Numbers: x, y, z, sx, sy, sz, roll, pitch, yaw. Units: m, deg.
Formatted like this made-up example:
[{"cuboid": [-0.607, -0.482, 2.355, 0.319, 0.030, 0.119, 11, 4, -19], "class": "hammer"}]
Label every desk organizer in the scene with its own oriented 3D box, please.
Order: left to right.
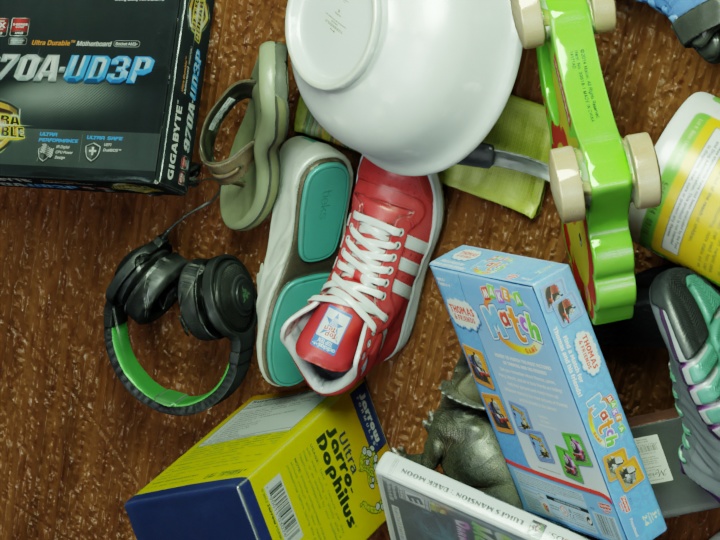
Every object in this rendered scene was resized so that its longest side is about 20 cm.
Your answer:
[{"cuboid": [0.259, 0.116, 1.712, 0.199, 0.077, 0.072, -16, 102, 33], "class": "desk organizer"}]

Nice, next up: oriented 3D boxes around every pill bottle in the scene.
[{"cuboid": [0.285, -0.026, 1.615, 0.199, 0.111, 0.112, 29, 122, 16], "class": "pill bottle"}]

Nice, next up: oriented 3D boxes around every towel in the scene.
[{"cuboid": [0.046, -0.107, 1.771, 0.199, 0.018, 0.087, 21, 120, 19], "class": "towel"}]

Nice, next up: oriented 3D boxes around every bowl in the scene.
[{"cuboid": [0.012, -0.166, 1.668, 0.200, 0.090, 0.203, -2, 87, 48], "class": "bowl"}]

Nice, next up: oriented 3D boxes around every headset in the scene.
[{"cuboid": [-0.143, 0.016, 1.882, 0.123, 0.094, 0.202, 14, 107, 23], "class": "headset"}]

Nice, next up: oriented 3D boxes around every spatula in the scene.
[{"cuboid": [0.107, -0.075, 1.721, 0.198, 0.021, 0.057, 12, 111, 11], "class": "spatula"}]

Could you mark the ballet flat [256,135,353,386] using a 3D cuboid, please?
[{"cuboid": [-0.047, -0.011, 1.841, 0.069, 0.069, 0.201, 21, 120, 20], "class": "ballet flat"}]

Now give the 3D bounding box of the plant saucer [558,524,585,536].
[{"cuboid": [0.133, 0.151, 1.834, 0.069, 0.019, 0.202, 8, 114, 26], "class": "plant saucer"}]

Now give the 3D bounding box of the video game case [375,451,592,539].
[{"cuboid": [0.102, 0.218, 1.810, 0.181, 0.023, 0.200, 22, 154, 18], "class": "video game case"}]

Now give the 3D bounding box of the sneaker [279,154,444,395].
[{"cuboid": [0.000, 0.000, 1.774, 0.071, 0.112, 0.201, 22, 126, 23], "class": "sneaker"}]

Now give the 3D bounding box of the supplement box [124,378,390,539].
[{"cuboid": [-0.067, 0.174, 1.843, 0.108, 0.200, 0.110, -12, 105, 33], "class": "supplement box"}]

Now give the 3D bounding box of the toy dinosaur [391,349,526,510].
[{"cuboid": [0.088, 0.148, 1.802, 0.102, 0.077, 0.201, -15, 97, 51], "class": "toy dinosaur"}]

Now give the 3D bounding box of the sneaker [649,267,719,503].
[{"cuboid": [0.228, 0.097, 1.631, 0.087, 0.074, 0.201, -24, 99, 40], "class": "sneaker"}]

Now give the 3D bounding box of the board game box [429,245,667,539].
[{"cuboid": [0.127, 0.085, 1.688, 0.151, 0.036, 0.201, 13, 129, 64], "class": "board game box"}]

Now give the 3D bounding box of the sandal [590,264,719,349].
[{"cuboid": [0.215, 0.021, 1.708, 0.199, 0.048, 0.075, 6, 148, 37], "class": "sandal"}]

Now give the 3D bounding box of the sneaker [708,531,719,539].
[{"cuboid": [0.303, 0.200, 1.723, 0.078, 0.080, 0.200, 49, 124, 2], "class": "sneaker"}]

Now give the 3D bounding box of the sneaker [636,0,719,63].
[{"cuboid": [0.196, -0.183, 1.618, 0.199, 0.077, 0.112, -14, 94, 26], "class": "sneaker"}]

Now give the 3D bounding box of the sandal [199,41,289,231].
[{"cuboid": [-0.087, -0.101, 1.779, 0.057, 0.080, 0.201, -3, 150, -11], "class": "sandal"}]

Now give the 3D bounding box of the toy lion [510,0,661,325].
[{"cuboid": [0.146, -0.074, 1.604, 0.068, 0.192, 0.202, -11, 68, -1], "class": "toy lion"}]

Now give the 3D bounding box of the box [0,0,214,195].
[{"cuboid": [-0.211, -0.141, 1.838, 0.199, 0.046, 0.160, 4, 82, 28], "class": "box"}]
